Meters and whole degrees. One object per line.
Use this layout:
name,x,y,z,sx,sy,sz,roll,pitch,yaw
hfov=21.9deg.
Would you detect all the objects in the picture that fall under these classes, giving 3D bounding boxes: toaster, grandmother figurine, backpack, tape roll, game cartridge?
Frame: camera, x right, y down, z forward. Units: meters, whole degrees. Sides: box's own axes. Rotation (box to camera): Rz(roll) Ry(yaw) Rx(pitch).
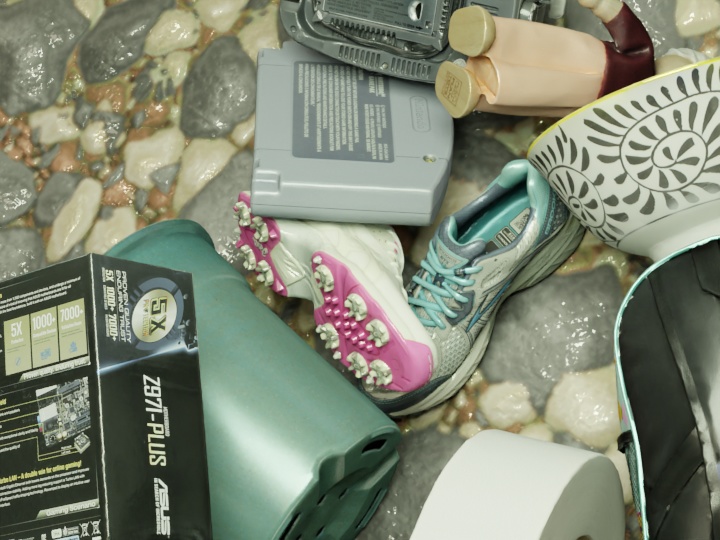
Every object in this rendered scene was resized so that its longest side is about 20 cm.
toaster,0.036,-0.196,1.260,0.200,0.129,0.114,14,108,20
grandmother figurine,0.147,-0.121,1.193,0.061,0.200,0.121,55,136,48
backpack,0.237,0.080,1.078,0.176,0.153,0.200,-16,78,14
tape roll,0.086,0.196,1.065,0.071,0.202,0.202,12,75,24
game cartridge,-0.005,-0.092,1.236,0.133,0.042,0.200,7,33,-5

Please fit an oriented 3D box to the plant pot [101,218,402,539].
plant pot,-0.093,0.103,1.185,0.196,0.200,0.200,37,86,21

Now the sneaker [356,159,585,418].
sneaker,0.059,0.005,1.215,0.078,0.086,0.200,37,86,29

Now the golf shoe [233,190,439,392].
golf shoe,0.000,0.000,1.182,0.092,0.075,0.200,-20,45,-28

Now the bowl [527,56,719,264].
bowl,0.211,-0.056,1.131,0.201,0.201,0.094,-19,78,13

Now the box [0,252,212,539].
box,-0.189,0.094,1.054,0.200,0.086,0.164,-16,73,34
